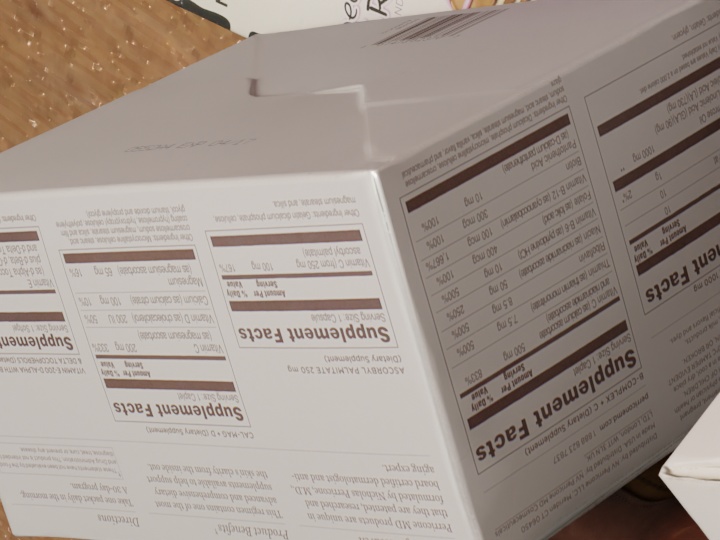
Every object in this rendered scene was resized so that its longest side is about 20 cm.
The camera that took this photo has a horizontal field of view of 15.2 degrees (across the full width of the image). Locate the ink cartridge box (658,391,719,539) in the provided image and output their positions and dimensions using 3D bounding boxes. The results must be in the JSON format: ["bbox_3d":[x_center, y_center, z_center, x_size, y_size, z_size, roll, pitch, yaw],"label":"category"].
[{"bbox_3d":[0.187,0.067,0.645,0.200,0.147,0.083,51,153,-18],"label":"ink cartridge box"}]

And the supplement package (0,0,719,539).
[{"bbox_3d":[0.000,0.000,0.768,0.199,0.155,0.111,-1,111,46],"label":"supplement package"}]

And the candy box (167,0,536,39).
[{"bbox_3d":[0.032,-0.120,0.849,0.200,0.061,0.137,27,118,34],"label":"candy box"}]

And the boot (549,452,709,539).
[{"bbox_3d":[0.052,0.068,0.794,0.199,0.188,0.069,19,124,35],"label":"boot"}]
